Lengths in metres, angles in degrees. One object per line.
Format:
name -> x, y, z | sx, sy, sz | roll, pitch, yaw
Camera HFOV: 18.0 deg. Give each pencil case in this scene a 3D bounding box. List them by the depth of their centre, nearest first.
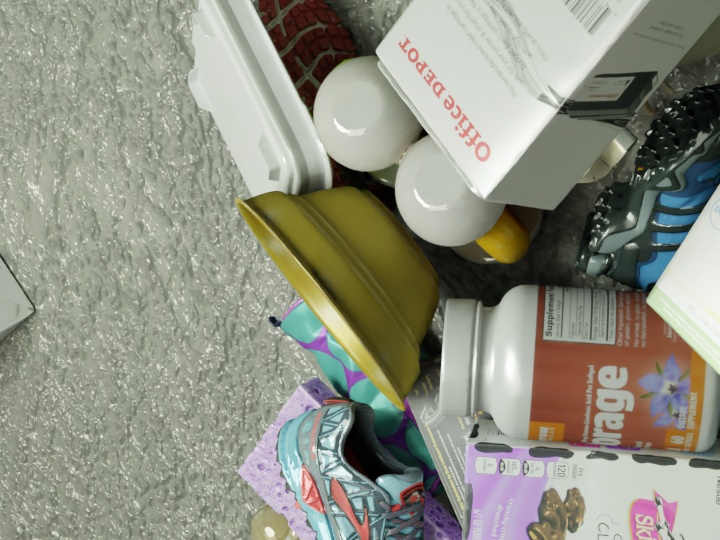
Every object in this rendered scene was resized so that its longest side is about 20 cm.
pencil case -> 0.020, 0.087, 1.835 | 0.085, 0.092, 0.200 | -41, 81, 0

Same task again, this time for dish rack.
dish rack -> -0.085, -0.120, 1.767 | 0.172, 0.043, 0.201 | 103, 144, -66

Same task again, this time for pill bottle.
pill bottle -> 0.158, 0.069, 1.634 | 0.198, 0.112, 0.113 | 3, 117, 4

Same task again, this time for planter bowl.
planter bowl -> 0.000, 0.000, 1.676 | 0.201, 0.083, 0.200 | 50, 174, 7

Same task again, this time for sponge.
sponge -> -0.001, 0.194, 1.821 | 0.200, 0.030, 0.112 | 46, 124, 14

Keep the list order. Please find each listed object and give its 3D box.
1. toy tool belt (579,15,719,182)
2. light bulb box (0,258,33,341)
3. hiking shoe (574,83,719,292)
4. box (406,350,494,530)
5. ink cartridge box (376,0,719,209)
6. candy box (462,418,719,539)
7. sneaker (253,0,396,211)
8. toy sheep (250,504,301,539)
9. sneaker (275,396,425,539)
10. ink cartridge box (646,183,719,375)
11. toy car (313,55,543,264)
toy tool belt -> 0.165, -0.153, 1.524 | 0.125, 0.123, 0.200 | 46, 105, 15
light bulb box -> -0.452, 0.024, 2.187 | 0.200, 0.125, 0.199 | -36, 86, 45
hiking shoe -> 0.231, -0.056, 1.601 | 0.086, 0.075, 0.200 | 25, 140, -10
box -> 0.140, 0.139, 1.734 | 0.157, 0.050, 0.201 | -23, 96, 13
ink cartridge box -> 0.122, -0.160, 1.449 | 0.200, 0.084, 0.145 | -51, 56, 25
candy box -> 0.175, 0.205, 1.677 | 0.198, 0.072, 0.169 | 3, 101, 8
sneaker -> -0.042, -0.128, 1.792 | 0.082, 0.078, 0.201 | -19, 92, 55
toy sheep -> -0.011, 0.266, 1.923 | 0.200, 0.138, 0.138 | 39, 131, 12
sneaker -> 0.013, 0.191, 1.746 | 0.095, 0.079, 0.201 | -32, 87, 33
ink cartridge box -> 0.295, -0.015, 1.508 | 0.146, 0.048, 0.201 | 48, 119, 37
toy car -> 0.072, -0.106, 1.667 | 0.200, 0.175, 0.150 | 42, 97, 16
